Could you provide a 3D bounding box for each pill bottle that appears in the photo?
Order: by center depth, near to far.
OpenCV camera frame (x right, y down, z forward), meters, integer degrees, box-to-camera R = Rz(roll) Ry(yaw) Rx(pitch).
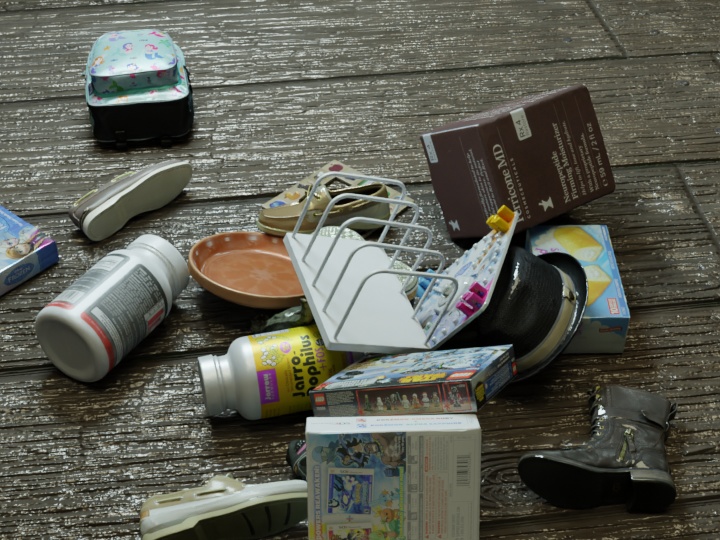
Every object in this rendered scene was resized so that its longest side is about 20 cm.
[{"bbox_3d":[-0.097,0.126,1.526,0.200,0.104,0.104,-10,41,-11],"label":"pill bottle"},{"bbox_3d":[-0.320,0.045,1.616,0.116,0.116,0.200,21,44,23],"label":"pill bottle"}]

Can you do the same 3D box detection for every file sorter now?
[{"bbox_3d":[0.014,-0.012,1.501,0.139,0.125,0.200,6,38,-28],"label":"file sorter"}]

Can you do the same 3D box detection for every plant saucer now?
[{"bbox_3d":[-0.138,0.002,1.701,0.200,0.032,0.200,9,26,-4],"label":"plant saucer"}]

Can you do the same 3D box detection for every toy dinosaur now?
[{"bbox_3d":[-0.075,0.064,1.596,0.088,0.200,0.048,1,78,-26],"label":"toy dinosaur"}]

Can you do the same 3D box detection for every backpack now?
[{"bbox_3d":[-0.367,-0.311,2.030,0.177,0.151,0.200,-6,35,-6],"label":"backpack"}]

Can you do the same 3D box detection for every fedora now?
[{"bbox_3d":[0.194,0.042,1.569,0.200,0.092,0.201,-36,31,26],"label":"fedora"}]

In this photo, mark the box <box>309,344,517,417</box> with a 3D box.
[{"bbox_3d":[0.061,0.127,1.390,0.200,0.040,0.137,-7,9,28],"label":"box"}]

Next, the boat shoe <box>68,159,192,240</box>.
[{"bbox_3d":[-0.343,-0.117,1.848,0.200,0.072,0.059,-36,54,-28],"label":"boat shoe"}]

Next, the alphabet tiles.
[{"bbox_3d":[-0.044,-0.092,1.867,0.167,0.008,0.200,30,48,30],"label":"alphabet tiles"}]

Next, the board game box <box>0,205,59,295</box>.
[{"bbox_3d":[-0.571,-0.022,1.752,0.200,0.043,0.199,29,49,30],"label":"board game box"}]

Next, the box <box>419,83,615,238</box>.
[{"bbox_3d":[0.225,-0.155,1.775,0.200,0.166,0.164,-23,11,-25],"label":"box"}]

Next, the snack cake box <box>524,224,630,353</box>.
[{"bbox_3d":[0.291,0.023,1.681,0.115,0.067,0.200,0,40,-1],"label":"snack cake box"}]

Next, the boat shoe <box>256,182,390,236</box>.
[{"bbox_3d":[-0.054,-0.095,1.804,0.200,0.066,0.074,-7,29,-13],"label":"boat shoe"}]

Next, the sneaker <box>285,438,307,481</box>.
[{"bbox_3d":[-0.010,0.182,1.480,0.086,0.080,0.200,29,46,32],"label":"sneaker"}]

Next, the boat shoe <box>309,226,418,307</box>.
[{"bbox_3d":[0.000,0.000,1.664,0.200,0.062,0.075,30,55,36],"label":"boat shoe"}]

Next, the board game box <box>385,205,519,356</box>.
[{"bbox_3d":[0.114,0.028,1.588,0.026,0.200,0.200,38,41,-11],"label":"board game box"}]

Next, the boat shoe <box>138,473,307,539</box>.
[{"bbox_3d":[-0.150,0.263,1.385,0.200,0.075,0.068,-11,46,-12],"label":"boat shoe"}]

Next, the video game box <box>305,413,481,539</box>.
[{"bbox_3d":[0.034,0.252,1.305,0.182,0.200,0.047,-1,17,-4],"label":"video game box"}]

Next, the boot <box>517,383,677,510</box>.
[{"bbox_3d":[0.286,0.202,1.475,0.200,0.069,0.174,9,37,0],"label":"boot"}]
